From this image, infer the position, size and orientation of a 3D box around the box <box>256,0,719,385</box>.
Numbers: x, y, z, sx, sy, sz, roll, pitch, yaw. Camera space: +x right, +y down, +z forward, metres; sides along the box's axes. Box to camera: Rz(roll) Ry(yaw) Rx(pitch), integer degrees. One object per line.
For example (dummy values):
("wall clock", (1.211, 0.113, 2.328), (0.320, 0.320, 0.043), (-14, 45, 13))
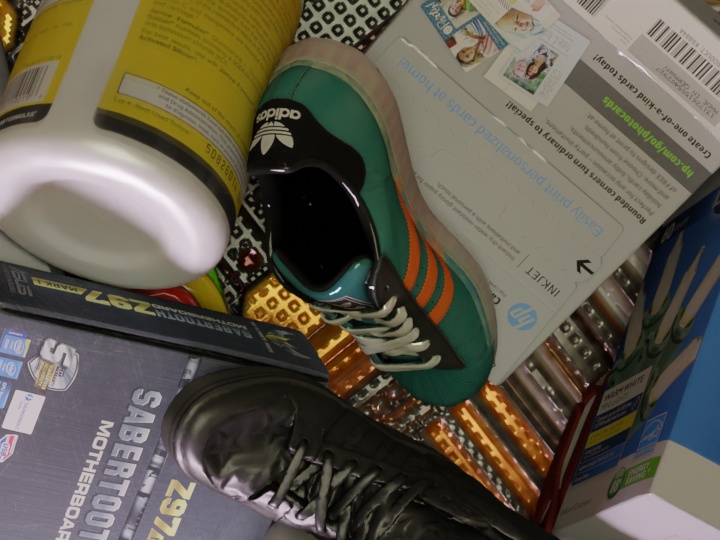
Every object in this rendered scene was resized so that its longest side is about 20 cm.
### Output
("box", (0.072, -0.065, 0.793), (0.156, 0.041, 0.200), (40, 116, -4))

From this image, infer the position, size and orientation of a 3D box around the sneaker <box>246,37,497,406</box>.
("sneaker", (0.000, 0.000, 0.755), (0.071, 0.080, 0.200), (-4, 131, 31))

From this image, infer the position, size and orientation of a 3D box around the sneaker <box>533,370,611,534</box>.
("sneaker", (0.131, 0.160, 0.829), (0.115, 0.078, 0.201), (23, 92, -3))

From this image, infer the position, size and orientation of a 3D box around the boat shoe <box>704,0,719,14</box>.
("boat shoe", (0.211, -0.103, 0.826), (0.199, 0.066, 0.074), (11, 111, -8))

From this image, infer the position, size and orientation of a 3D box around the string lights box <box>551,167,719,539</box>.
("string lights box", (0.163, 0.035, 0.776), (0.059, 0.103, 0.201), (27, 66, -8))

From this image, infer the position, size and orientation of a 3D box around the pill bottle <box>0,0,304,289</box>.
("pill bottle", (-0.088, -0.101, 0.759), (0.111, 0.112, 0.201), (18, 60, -4))

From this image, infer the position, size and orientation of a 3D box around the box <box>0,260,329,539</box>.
("box", (-0.122, 0.106, 0.764), (0.157, 0.051, 0.201), (14, 110, -27))

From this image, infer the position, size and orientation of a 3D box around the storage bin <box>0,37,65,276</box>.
("storage bin", (-0.212, -0.024, 0.778), (0.134, 0.146, 0.201), (-16, 93, -13))

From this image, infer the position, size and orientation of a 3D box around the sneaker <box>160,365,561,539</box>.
("sneaker", (0.017, 0.104, 0.727), (0.199, 0.104, 0.060), (24, 99, -34))

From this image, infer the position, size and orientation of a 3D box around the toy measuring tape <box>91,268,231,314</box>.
("toy measuring tape", (-0.087, 0.056, 0.821), (0.073, 0.074, 0.201), (-17, 104, -3))

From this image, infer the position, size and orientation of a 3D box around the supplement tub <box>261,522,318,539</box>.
("supplement tub", (-0.020, 0.224, 0.777), (0.131, 0.132, 0.201), (24, 102, -4))
